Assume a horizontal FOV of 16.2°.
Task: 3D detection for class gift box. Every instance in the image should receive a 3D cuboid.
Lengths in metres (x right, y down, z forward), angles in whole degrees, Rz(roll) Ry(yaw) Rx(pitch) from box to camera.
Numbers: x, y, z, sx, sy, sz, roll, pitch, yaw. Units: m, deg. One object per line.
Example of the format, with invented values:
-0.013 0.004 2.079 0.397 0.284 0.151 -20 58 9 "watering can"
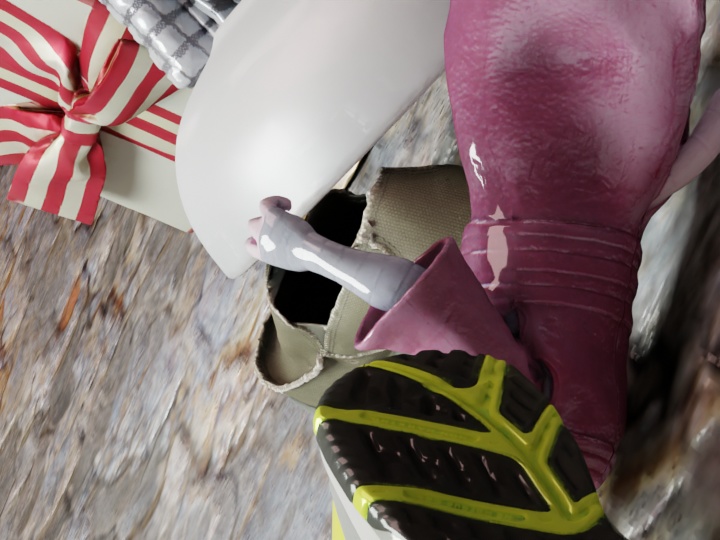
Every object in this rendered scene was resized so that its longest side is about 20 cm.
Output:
-0.118 -0.134 1.127 0.185 0.199 0.188 130 157 -61 "gift box"

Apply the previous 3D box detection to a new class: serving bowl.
0.001 -0.091 0.888 0.200 0.066 0.200 -46 3 3 "serving bowl"

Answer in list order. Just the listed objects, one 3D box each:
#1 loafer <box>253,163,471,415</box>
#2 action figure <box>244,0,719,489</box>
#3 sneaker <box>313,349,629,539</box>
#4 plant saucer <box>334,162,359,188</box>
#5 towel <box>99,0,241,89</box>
0.000 0.000 0.889 0.200 0.069 0.076 -36 34 63 "loafer"
0.058 0.000 0.702 0.148 0.134 0.201 0 77 26 "action figure"
0.045 0.101 0.583 0.200 0.075 0.077 -116 19 -52 "sneaker"
-0.018 -0.104 1.173 0.201 0.035 0.201 -58 18 31 "plant saucer"
-0.047 -0.185 0.993 0.200 0.166 0.086 -32 -13 -42 "towel"
